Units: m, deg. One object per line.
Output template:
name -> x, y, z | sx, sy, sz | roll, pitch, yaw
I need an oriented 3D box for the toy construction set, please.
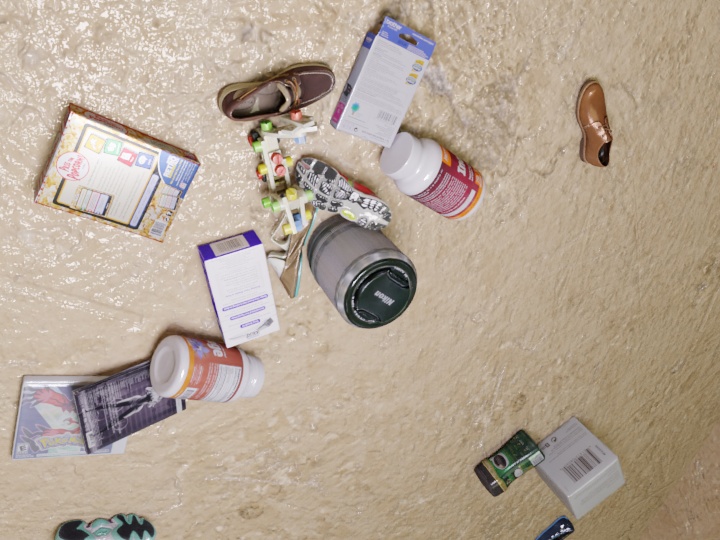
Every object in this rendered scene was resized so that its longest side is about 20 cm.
toy construction set -> -0.128, -0.171, 1.000 | 0.092, 0.131, 0.201 | -8, 123, -25

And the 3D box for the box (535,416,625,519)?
box -> 0.675, 0.616, 1.896 | 0.199, 0.200, 0.172 | -36, 128, -5

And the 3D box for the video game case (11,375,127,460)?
video game case -> -0.530, 0.275, 1.133 | 0.199, 0.023, 0.183 | 7, 116, -31

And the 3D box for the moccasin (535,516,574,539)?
moccasin -> 0.707, 1.002, 2.243 | 0.080, 0.068, 0.200 | 29, 103, -38

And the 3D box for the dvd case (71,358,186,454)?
dvd case -> -0.428, 0.245, 1.142 | 0.200, 0.016, 0.149 | -21, 129, -36

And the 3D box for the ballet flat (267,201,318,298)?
ballet flat -> -0.133, -0.043, 1.129 | 0.072, 0.068, 0.201 | 10, 115, -11

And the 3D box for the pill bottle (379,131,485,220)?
pill bottle -> 0.137, -0.180, 1.152 | 0.200, 0.113, 0.113 | 23, 107, -37

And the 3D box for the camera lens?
camera lens -> 0.000, 0.000, 1.134 | 0.159, 0.200, 0.160 | -14, 125, -21

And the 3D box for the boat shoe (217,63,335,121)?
boat shoe -> -0.125, -0.279, 0.971 | 0.199, 0.072, 0.072 | -17, 126, -18

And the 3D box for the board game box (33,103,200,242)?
board game box -> -0.373, -0.144, 0.938 | 0.200, 0.046, 0.152 | 20, 108, -36

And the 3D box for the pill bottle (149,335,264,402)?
pill bottle -> -0.284, 0.191, 1.150 | 0.200, 0.112, 0.112 | 19, 109, -47

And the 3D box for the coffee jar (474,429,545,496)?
coffee jar -> 0.442, 0.576, 1.806 | 0.200, 0.104, 0.085 | -37, 127, -2

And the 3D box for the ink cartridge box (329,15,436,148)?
ink cartridge box -> 0.039, -0.325, 1.054 | 0.119, 0.042, 0.200 | 12, 115, -34

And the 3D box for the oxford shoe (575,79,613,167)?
oxford shoe -> 0.514, -0.313, 1.304 | 0.071, 0.071, 0.200 | -29, 127, -7

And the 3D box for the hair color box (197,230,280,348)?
hair color box -> -0.223, 0.036, 1.124 | 0.109, 0.065, 0.201 | -18, 125, -19

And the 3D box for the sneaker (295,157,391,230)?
sneaker -> -0.034, -0.140, 1.111 | 0.200, 0.085, 0.077 | 32, 108, -16

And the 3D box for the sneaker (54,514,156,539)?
sneaker -> -0.551, 0.599, 1.300 | 0.199, 0.078, 0.140 | 10, 116, -23
